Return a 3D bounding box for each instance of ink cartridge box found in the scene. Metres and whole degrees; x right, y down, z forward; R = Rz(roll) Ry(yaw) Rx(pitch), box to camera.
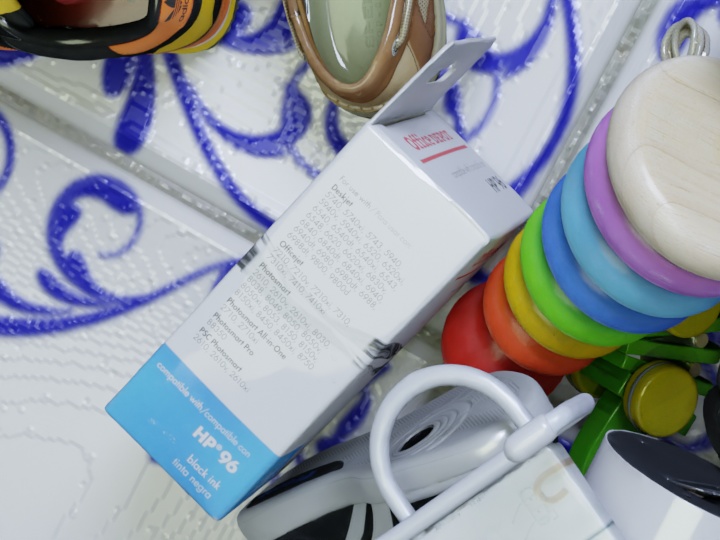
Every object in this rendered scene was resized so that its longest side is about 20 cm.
[{"bbox_3d":[0.000,0.000,0.852,0.068,0.116,0.200,44,105,4],"label":"ink cartridge box"}]

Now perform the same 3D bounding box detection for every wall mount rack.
[{"bbox_3d":[0.041,0.139,0.724,0.174,0.075,0.200,-38,82,17],"label":"wall mount rack"}]

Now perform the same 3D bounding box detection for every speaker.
[{"bbox_3d":[0.085,0.163,0.792,0.081,0.081,0.201,27,102,8],"label":"speaker"}]

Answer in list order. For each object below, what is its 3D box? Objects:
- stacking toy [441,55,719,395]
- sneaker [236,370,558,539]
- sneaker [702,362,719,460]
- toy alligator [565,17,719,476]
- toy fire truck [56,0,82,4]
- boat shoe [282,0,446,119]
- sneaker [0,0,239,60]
[{"bbox_3d":[0.091,0.001,0.804,0.085,0.085,0.200,47,147,3],"label":"stacking toy"},{"bbox_3d":[0.039,0.113,0.849,0.112,0.073,0.200,55,146,-6],"label":"sneaker"},{"bbox_3d":[0.178,0.051,0.776,0.099,0.200,0.070,-38,105,14],"label":"sneaker"},{"bbox_3d":[0.130,0.000,0.857,0.054,0.059,0.201,7,101,-29],"label":"toy alligator"},{"bbox_3d":[-0.099,-0.202,0.812,0.200,0.168,0.112,-41,112,1],"label":"toy fire truck"},{"bbox_3d":[-0.005,-0.162,0.852,0.075,0.074,0.201,-11,92,14],"label":"boat shoe"},{"bbox_3d":[-0.156,-0.126,0.884,0.199,0.090,0.070,6,98,12],"label":"sneaker"}]
